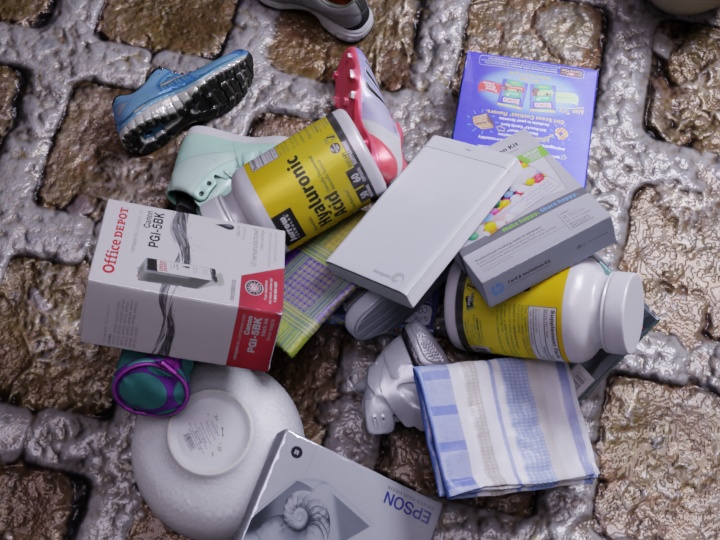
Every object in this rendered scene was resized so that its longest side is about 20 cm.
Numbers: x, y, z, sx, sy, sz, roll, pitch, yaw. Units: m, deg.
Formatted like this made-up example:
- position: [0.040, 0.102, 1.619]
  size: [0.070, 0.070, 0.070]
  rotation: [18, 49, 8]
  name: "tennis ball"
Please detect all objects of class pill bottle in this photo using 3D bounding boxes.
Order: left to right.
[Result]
- position: [-0.078, -0.087, 1.266]
  size: [0.198, 0.111, 0.112]
  rotation: [-31, 68, 1]
  name: "pill bottle"
- position: [0.198, 0.039, 1.206]
  size: [0.197, 0.113, 0.114]
  rotation: [4, 64, 28]
  name: "pill bottle"

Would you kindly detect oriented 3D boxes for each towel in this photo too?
- position: [-0.048, 0.000, 1.262]
  size: [0.200, 0.023, 0.143]
  rotation: [-45, 43, -16]
  name: "towel"
- position: [0.156, 0.163, 1.186]
  size: [0.197, 0.024, 0.149]
  rotation: [-1, 67, -26]
  name: "towel"

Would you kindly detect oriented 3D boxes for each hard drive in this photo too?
- position: [0.068, -0.059, 1.207]
  size: [0.131, 0.027, 0.201]
  rotation: [21, 65, 44]
  name: "hard drive"

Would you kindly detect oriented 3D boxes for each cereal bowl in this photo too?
- position: [-0.158, 0.188, 1.219]
  size: [0.196, 0.084, 0.203]
  rotation: [0, 66, 0]
  name: "cereal bowl"

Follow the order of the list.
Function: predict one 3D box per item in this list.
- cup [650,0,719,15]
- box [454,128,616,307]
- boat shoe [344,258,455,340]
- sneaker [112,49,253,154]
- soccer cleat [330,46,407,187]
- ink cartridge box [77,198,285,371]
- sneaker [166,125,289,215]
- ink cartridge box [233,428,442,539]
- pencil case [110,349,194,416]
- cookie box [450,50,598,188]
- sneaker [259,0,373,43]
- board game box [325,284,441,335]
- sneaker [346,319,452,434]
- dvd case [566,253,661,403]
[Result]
- position: [0.426, -0.413, 1.434]
  size: [0.196, 0.144, 0.204]
  rotation: [0, 66, 0]
  name: "cup"
- position: [0.162, -0.063, 1.216]
  size: [0.154, 0.042, 0.201]
  rotation: [-26, 39, -4]
  name: "box"
- position: [0.051, 0.003, 1.272]
  size: [0.199, 0.073, 0.062]
  rotation: [-37, 55, -23]
  name: "boat shoe"
- position: [-0.227, -0.234, 1.409]
  size: [0.198, 0.079, 0.091]
  rotation: [-29, 65, -11]
  name: "sneaker"
- position: [0.015, -0.191, 1.400]
  size: [0.075, 0.067, 0.203]
  rotation: [6, 56, -30]
  name: "soccer cleat"
- position: [-0.182, 0.014, 1.162]
  size: [0.197, 0.084, 0.148]
  rotation: [10, 36, -11]
  name: "ink cartridge box"
- position: [-0.137, -0.101, 1.348]
  size: [0.197, 0.074, 0.120]
  rotation: [10, 60, 16]
  name: "sneaker"
- position: [-0.034, 0.297, 1.157]
  size: [0.197, 0.041, 0.202]
  rotation: [26, 69, -11]
  name: "ink cartridge box"
- position: [-0.211, 0.067, 1.227]
  size: [0.085, 0.092, 0.201]
  rotation: [34, 33, -21]
  name: "pencil case"
- position: [0.193, -0.153, 1.363]
  size: [0.168, 0.075, 0.203]
  rotation: [10, 67, 6]
  name: "cookie box"
- position: [-0.071, -0.377, 1.466]
  size: [0.198, 0.080, 0.075]
  rotation: [27, 71, 14]
  name: "sneaker"
- position: [0.000, 0.000, 1.322]
  size: [0.196, 0.035, 0.137]
  rotation: [10, 68, 6]
  name: "board game box"
- position: [0.073, 0.166, 1.231]
  size: [0.114, 0.075, 0.202]
  rotation: [-33, 85, 4]
  name: "sneaker"
- position: [0.221, 0.034, 1.269]
  size: [0.200, 0.022, 0.146]
  rotation: [48, 112, 20]
  name: "dvd case"
